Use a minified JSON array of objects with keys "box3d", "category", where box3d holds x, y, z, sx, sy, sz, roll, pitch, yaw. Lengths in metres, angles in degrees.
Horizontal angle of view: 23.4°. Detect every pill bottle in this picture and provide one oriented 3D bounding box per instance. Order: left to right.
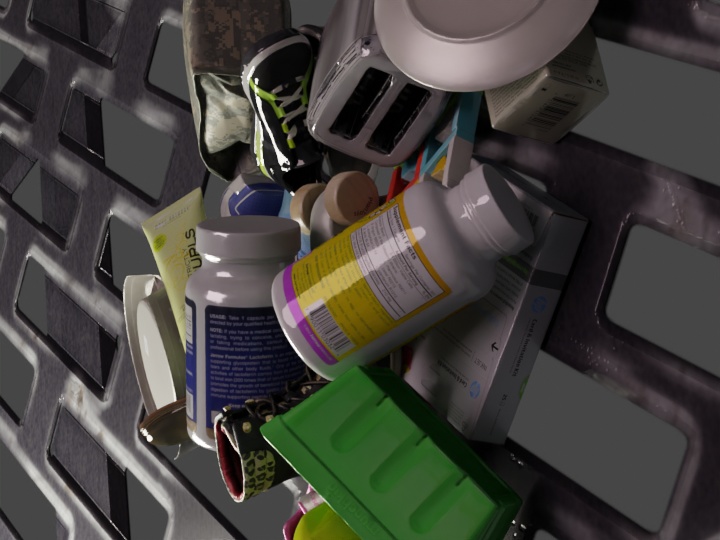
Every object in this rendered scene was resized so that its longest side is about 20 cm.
[{"box3d":[-0.101,0.055,1.572,0.116,0.115,0.201,23,116,59],"category":"pill bottle"},{"box3d":[0.035,-0.002,1.375,0.200,0.104,0.105,-32,50,19],"category":"pill bottle"}]

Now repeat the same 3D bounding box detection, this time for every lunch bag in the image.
[{"box3d":[-0.124,-0.210,1.810,0.200,0.117,0.165,96,170,-59],"category":"lunch bag"}]

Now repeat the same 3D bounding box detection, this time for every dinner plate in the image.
[{"box3d":[0.099,-0.235,1.388,0.199,0.024,0.201,-11,62,20],"category":"dinner plate"}]

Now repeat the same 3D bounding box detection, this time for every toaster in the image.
[{"box3d":[0.028,-0.184,1.509,0.200,0.113,0.130,129,158,-50],"category":"toaster"}]

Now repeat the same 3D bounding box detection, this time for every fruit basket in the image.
[{"box3d":[0.003,0.202,1.391,0.215,0.155,0.217,-1,85,18],"category":"fruit basket"}]

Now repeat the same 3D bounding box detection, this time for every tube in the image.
[{"box3d":[-0.170,0.012,1.746,0.052,0.058,0.201,108,150,-51],"category":"tube"}]

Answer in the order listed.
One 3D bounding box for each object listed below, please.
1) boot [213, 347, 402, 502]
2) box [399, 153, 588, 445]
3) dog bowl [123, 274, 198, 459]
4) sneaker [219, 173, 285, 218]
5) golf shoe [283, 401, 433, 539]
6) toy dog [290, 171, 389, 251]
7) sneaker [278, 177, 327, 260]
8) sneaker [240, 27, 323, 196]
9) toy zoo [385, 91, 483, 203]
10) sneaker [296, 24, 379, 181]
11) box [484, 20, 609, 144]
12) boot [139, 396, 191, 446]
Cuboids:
[{"box3d":[-0.046,0.101,1.490,0.073,0.153,0.204,42,140,47],"category":"boot"},{"box3d":[0.101,0.021,1.444,0.156,0.041,0.201,40,114,57],"category":"box"},{"box3d":[-0.194,0.095,1.831,0.200,0.058,0.201,167,90,-72],"category":"dog bowl"},{"box3d":[-0.110,0.005,1.776,0.200,0.080,0.115,-63,37,38],"category":"sneaker"},{"box3d":[0.003,0.188,1.493,0.200,0.091,0.075,-60,45,37],"category":"golf shoe"},{"box3d":[0.000,0.000,1.599,0.132,0.096,0.201,34,125,54],"category":"toy dog"},{"box3d":[-0.074,-0.002,1.695,0.078,0.090,0.201,-4,77,58],"category":"sneaker"},{"box3d":[-0.057,-0.138,1.597,0.083,0.072,0.200,51,161,28],"category":"sneaker"},{"box3d":[0.058,-0.080,1.495,0.131,0.020,0.200,-49,22,46],"category":"toy zoo"},{"box3d":[-0.034,-0.152,1.683,0.077,0.082,0.201,-43,46,45],"category":"sneaker"},{"box3d":[0.138,-0.210,1.429,0.082,0.068,0.201,-41,47,45],"category":"box"},{"box3d":[-0.122,0.165,1.681,0.199,0.075,0.097,-17,72,21],"category":"boot"}]
